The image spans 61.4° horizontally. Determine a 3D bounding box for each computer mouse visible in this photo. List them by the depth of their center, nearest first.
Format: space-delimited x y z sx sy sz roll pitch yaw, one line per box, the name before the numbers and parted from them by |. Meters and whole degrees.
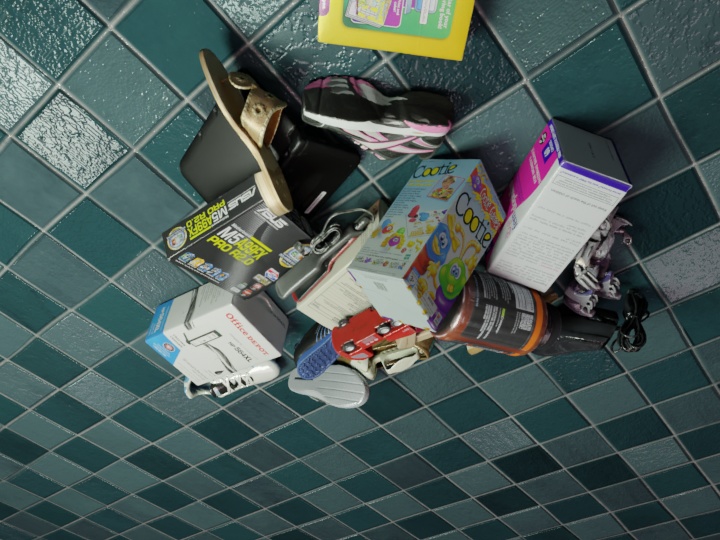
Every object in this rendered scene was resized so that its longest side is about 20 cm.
computer mouse | 0.354 0.084 0.977 0.197 0.139 0.053 -17 113 36

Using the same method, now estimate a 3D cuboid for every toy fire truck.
toy fire truck | 0.068 0.089 0.944 0.198 0.050 0.140 -30 142 22

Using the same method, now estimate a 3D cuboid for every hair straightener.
hair straightener | -0.057 -0.023 0.869 0.199 0.042 0.076 -38 150 28

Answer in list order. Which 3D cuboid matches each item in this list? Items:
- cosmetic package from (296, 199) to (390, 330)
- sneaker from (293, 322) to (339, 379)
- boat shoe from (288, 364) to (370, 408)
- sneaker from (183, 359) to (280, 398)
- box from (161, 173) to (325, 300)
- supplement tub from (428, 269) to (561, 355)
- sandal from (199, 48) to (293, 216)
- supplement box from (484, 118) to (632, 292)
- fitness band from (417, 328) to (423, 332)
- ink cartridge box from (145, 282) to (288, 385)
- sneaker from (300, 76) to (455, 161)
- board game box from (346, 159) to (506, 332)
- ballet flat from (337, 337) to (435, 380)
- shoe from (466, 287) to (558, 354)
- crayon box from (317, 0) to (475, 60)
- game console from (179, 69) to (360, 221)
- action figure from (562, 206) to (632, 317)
cosmetic package | 0.000 0.000 0.935 0.102 0.088 0.199 33 127 -28
sneaker | -0.036 0.103 1.055 0.198 0.078 0.071 -34 123 5
boat shoe | -0.048 0.215 1.134 0.197 0.074 0.070 4 162 44
sneaker | -0.245 0.209 1.162 0.195 0.073 0.073 -11 130 13
box | -0.156 -0.037 0.860 0.158 0.045 0.200 -28 154 11
supplement tub | 0.195 0.063 0.877 0.196 0.109 0.107 15 134 -26
sandal | -0.114 -0.178 0.738 0.068 0.078 0.215 -20 105 14
supplement box | 0.256 -0.083 0.827 0.101 0.102 0.202 16 132 -10
fitness band | 0.116 0.052 0.987 0.195 0.038 0.145 -14 139 3
ink cartridge box | -0.246 0.103 1.055 0.197 0.085 0.147 -22 128 24
sneaker | 0.017 -0.180 0.777 0.195 0.082 0.087 12 144 1
board game box | 0.091 -0.039 0.799 0.104 0.201 0.104 11 147 46
ballet flat | 0.041 0.156 1.087 0.196 0.073 0.068 -16 130 19
shoe | 0.243 0.075 1.014 0.069 0.054 0.200 -16 157 -47
crayon box | 0.044 -0.339 0.637 0.168 0.059 0.203 6 134 -2
game console | -0.129 -0.151 0.854 0.173 0.118 0.200 5 144 -44
action figure | 0.348 -0.015 0.886 0.130 0.069 0.201 -43 145 -16
